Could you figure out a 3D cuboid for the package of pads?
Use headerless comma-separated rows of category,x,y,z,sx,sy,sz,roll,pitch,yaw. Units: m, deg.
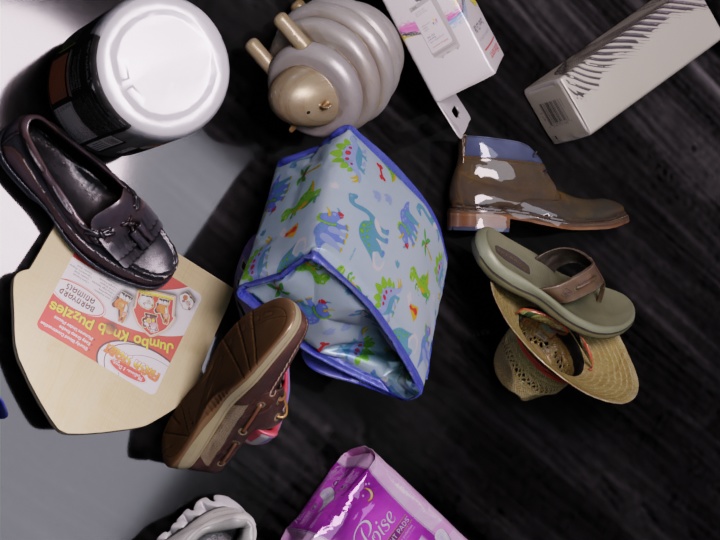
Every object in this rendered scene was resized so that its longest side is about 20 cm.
package of pads,0.034,0.276,1.622,0.200,0.076,0.121,45,69,-16

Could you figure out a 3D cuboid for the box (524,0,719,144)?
box,0.271,-0.213,1.743,0.200,0.082,0.069,-37,101,-22

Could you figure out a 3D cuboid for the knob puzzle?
knob puzzle,-0.230,0.059,1.528,0.218,0.030,0.221,7,74,-26

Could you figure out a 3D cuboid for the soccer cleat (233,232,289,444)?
soccer cleat,-0.085,0.062,1.576,0.066,0.076,0.201,10,84,-23

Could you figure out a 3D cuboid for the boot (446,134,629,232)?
boot,0.181,-0.087,1.701,0.199,0.075,0.098,-1,91,-22

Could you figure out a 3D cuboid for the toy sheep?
toy sheep,-0.024,-0.197,1.588,0.138,0.138,0.200,54,47,-13

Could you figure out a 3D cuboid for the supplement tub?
supplement tub,-0.199,-0.164,1.468,0.122,0.200,0.123,1,89,-24

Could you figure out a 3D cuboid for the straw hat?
straw hat,0.178,0.084,1.679,0.200,0.201,0.085,32,118,-20

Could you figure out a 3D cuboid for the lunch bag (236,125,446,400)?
lunch bag,0.000,0.000,1.558,0.200,0.127,0.171,39,46,-29

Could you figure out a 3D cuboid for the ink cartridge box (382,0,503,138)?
ink cartridge box,0.080,-0.236,1.633,0.067,0.117,0.201,-25,101,16

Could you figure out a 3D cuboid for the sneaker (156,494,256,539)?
sneaker,-0.176,0.278,1.527,0.200,0.081,0.075,-40,105,-19

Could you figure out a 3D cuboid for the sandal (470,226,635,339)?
sandal,0.198,0.007,1.659,0.200,0.080,0.057,26,120,-29

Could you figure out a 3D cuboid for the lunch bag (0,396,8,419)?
lunch bag,-0.368,0.121,1.398,0.127,0.170,0.201,6,84,-23

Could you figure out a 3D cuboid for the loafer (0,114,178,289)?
loafer,-0.237,-0.060,1.501,0.200,0.063,0.072,43,61,-11

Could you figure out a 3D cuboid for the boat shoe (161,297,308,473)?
boat shoe,-0.097,0.108,1.498,0.072,0.072,0.200,23,116,-30
